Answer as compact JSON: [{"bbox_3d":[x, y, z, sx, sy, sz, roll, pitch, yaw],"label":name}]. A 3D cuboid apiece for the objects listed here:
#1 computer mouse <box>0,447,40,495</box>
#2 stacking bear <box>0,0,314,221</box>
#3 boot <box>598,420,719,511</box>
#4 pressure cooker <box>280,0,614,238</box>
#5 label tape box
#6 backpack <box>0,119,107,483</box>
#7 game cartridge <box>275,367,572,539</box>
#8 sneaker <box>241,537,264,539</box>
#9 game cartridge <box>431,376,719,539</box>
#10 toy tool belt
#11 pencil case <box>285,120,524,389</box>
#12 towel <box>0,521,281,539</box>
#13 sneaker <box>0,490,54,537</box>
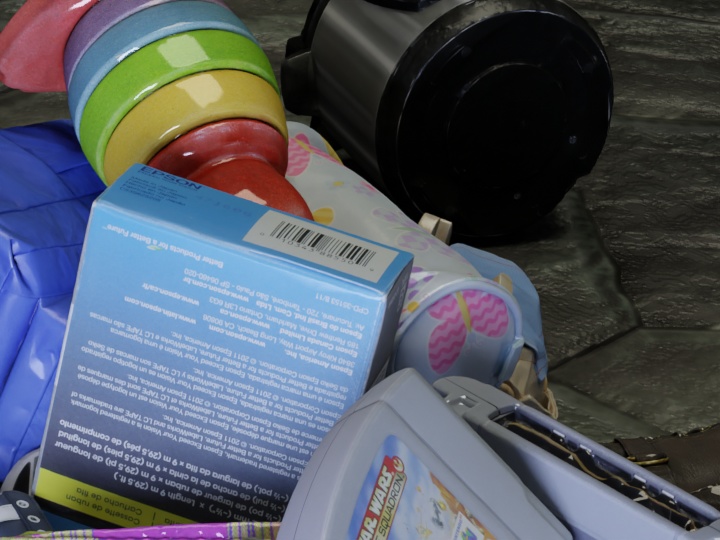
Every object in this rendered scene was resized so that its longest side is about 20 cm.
[{"bbox_3d":[-0.077,0.120,1.274,0.199,0.110,0.044,3,-16,2],"label":"computer mouse"},{"bbox_3d":[-0.086,-0.061,1.307,0.121,0.114,0.201,10,41,-45],"label":"stacking bear"},{"bbox_3d":[0.174,0.098,1.403,0.173,0.070,0.200,-4,13,0],"label":"boot"},{"bbox_3d":[0.053,-0.133,1.733,0.175,0.179,0.200,30,11,-34],"label":"pressure cooker"},{"bbox_3d":[-0.069,0.068,1.219,0.142,0.201,0.066,18,25,8],"label":"label tape box"},{"bbox_3d":[-0.172,0.022,1.361,0.168,0.163,0.200,38,24,12],"label":"backpack"},{"bbox_3d":[0.023,0.136,1.078,0.041,0.133,0.200,-26,26,32],"label":"game cartridge"},{"bbox_3d":[-0.064,0.199,1.041,0.079,0.076,0.201,-4,55,12],"label":"sneaker"},{"bbox_3d":[0.102,0.146,1.197,0.199,0.134,0.041,29,31,37],"label":"game cartridge"},{"bbox_3d":[0.056,0.029,1.431,0.124,0.124,0.200,16,20,-8],"label":"toy tool belt"},{"bbox_3d":[0.000,0.000,1.332,0.090,0.083,0.200,22,13,-40],"label":"pencil case"},{"bbox_3d":[-0.062,0.178,1.104,0.199,0.023,0.145,0,65,-2],"label":"towel"},{"bbox_3d":[-0.117,0.155,1.188,0.199,0.071,0.109,2,27,-6],"label":"sneaker"}]
